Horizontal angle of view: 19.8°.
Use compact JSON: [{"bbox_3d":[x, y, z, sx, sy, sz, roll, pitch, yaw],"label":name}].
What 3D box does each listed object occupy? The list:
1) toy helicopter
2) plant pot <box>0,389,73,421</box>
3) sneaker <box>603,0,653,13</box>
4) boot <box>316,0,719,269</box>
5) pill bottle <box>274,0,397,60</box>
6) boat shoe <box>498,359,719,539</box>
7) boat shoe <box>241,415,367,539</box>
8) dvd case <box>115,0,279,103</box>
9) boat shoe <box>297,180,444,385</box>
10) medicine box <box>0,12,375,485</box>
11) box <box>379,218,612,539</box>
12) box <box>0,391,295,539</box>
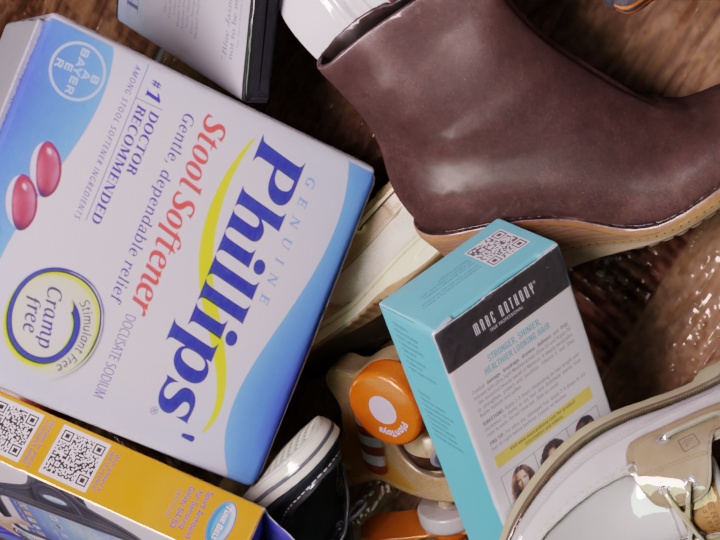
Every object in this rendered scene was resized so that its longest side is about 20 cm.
[{"bbox_3d":[0.015,0.108,1.177,0.199,0.079,0.133,-24,105,46],"label":"toy helicopter"},{"bbox_3d":[-0.213,0.014,1.222,0.175,0.200,0.202,-13,96,23],"label":"plant pot"},{"bbox_3d":[0.206,-0.172,0.961,0.200,0.077,0.112,-45,80,18],"label":"sneaker"},{"bbox_3d":[0.098,-0.086,1.014,0.199,0.073,0.167,-27,117,15],"label":"boot"},{"bbox_3d":[0.051,-0.188,1.045,0.200,0.114,0.115,-38,82,33],"label":"pill bottle"},{"bbox_3d":[0.158,0.103,1.011,0.075,0.199,0.068,61,169,-29],"label":"boat shoe"},{"bbox_3d":[-0.033,0.141,1.144,0.062,0.075,0.200,38,150,11],"label":"boat shoe"},{"bbox_3d":[-0.089,-0.186,1.126,0.200,0.017,0.144,36,124,57],"label":"dvd case"},{"bbox_3d":[0.000,0.000,1.157,0.200,0.074,0.067,-38,70,30],"label":"boat shoe"},{"bbox_3d":[-0.122,-0.010,1.084,0.103,0.199,0.184,7,75,68],"label":"medicine box"},{"bbox_3d":[0.082,0.082,1.036,0.049,0.082,0.201,26,144,52],"label":"box"},{"bbox_3d":[-0.123,0.134,1.085,0.199,0.042,0.119,24,153,13],"label":"box"}]
